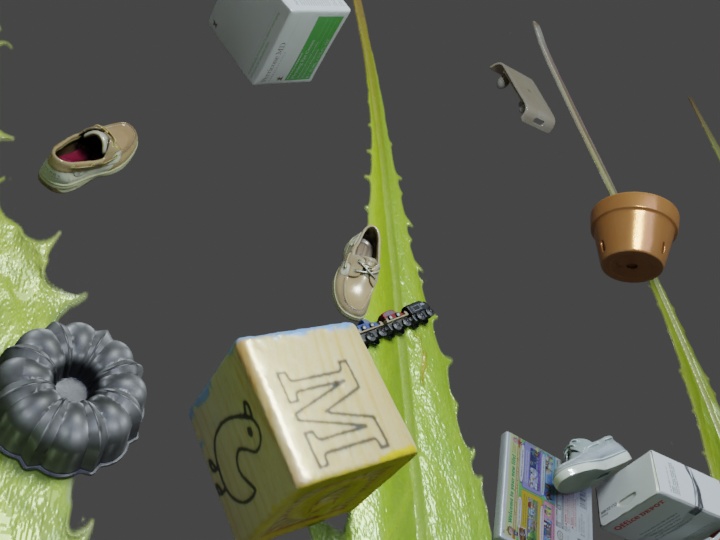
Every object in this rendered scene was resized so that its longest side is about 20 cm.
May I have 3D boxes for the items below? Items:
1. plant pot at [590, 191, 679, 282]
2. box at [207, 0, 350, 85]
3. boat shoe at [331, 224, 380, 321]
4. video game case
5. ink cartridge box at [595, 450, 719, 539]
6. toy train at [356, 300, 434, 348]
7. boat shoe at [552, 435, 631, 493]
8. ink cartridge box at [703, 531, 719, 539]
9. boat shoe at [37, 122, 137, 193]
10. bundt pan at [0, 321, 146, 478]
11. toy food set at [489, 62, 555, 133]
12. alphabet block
[{"bbox_3d":[0.628,-0.065,1.836,0.199,0.200,0.141,24,59,-18],"label":"plant pot"},{"bbox_3d":[-0.168,-0.519,1.626,0.171,0.199,0.201,-16,64,-44],"label":"box"},{"bbox_3d":[0.000,0.000,1.384,0.072,0.065,0.201,27,42,-14],"label":"boat shoe"},{"bbox_3d":[0.299,0.383,1.296,0.181,0.022,0.201,29,42,-12],"label":"video game case"},{"bbox_3d":[0.521,0.402,1.349,0.199,0.144,0.084,25,40,-17],"label":"ink cartridge box"},{"bbox_3d":[0.054,0.089,1.369,0.199,0.034,0.046,-18,62,-45],"label":"toy train"},{"bbox_3d":[0.378,0.321,1.349,0.200,0.070,0.072,-1,44,-42],"label":"boat shoe"},{"bbox_3d":[0.586,0.540,1.269,0.200,0.041,0.200,-38,77,-9],"label":"ink cartridge box"},{"bbox_3d":[-0.412,-0.188,1.244,0.074,0.066,0.200,38,40,-1],"label":"boat shoe"},{"bbox_3d":[-0.354,0.145,0.979,0.201,0.076,0.203,20,44,-20],"label":"bundt pan"},{"bbox_3d":[0.433,-0.463,2.150,0.143,0.060,0.201,11,48,-45],"label":"toy food set"},{"bbox_3d":[-0.079,0.209,1.039,0.195,0.196,0.201,-6,57,-38],"label":"alphabet block"}]
